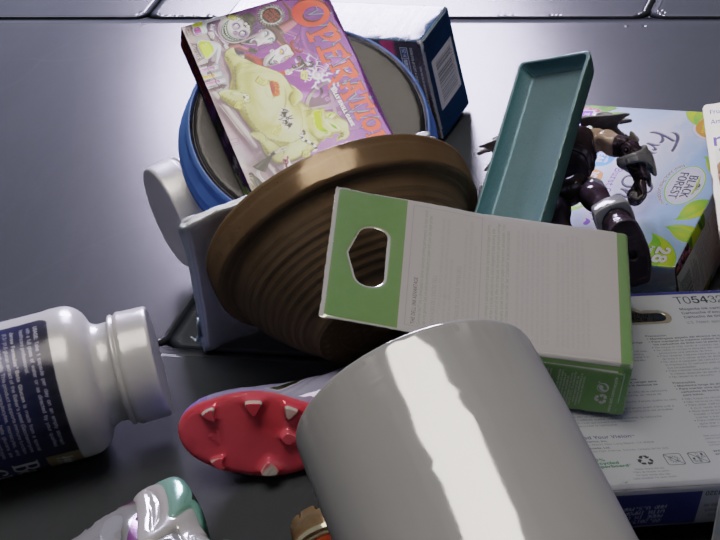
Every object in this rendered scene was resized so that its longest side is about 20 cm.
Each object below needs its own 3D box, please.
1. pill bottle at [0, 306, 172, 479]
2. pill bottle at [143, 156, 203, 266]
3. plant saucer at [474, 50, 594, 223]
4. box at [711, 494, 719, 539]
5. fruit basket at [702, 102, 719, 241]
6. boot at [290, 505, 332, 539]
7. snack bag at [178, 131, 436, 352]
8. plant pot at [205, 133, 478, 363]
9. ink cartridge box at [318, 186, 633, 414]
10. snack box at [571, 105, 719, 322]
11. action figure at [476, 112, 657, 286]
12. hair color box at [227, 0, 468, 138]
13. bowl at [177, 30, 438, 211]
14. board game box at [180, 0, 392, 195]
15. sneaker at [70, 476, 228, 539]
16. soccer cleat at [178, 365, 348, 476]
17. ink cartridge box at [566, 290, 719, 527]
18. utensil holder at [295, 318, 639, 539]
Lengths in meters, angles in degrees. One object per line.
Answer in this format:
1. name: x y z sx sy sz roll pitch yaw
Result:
1. pill bottle: -0.241 0.089 1.724 0.200 0.111 0.111 -14 33 0
2. pill bottle: -0.066 -0.081 1.912 0.200 0.113 0.112 -24 35 -17
3. plant saucer: 0.115 -0.059 1.677 0.070 0.019 0.200 -5 60 48
4. box: 0.330 0.128 1.419 0.184 0.105 0.200 26 47 21
5. fruit basket: 0.343 -0.057 1.704 0.185 0.094 0.200 -7 60 9
6. boot: 0.062 0.193 1.510 0.200 0.075 0.107 -9 53 -4
7. snack bag: -0.035 -0.017 1.755 0.200 0.189 0.021 -19 61 -9
8. plant pot: 0.000 0.000 1.692 0.201 0.201 0.093 -20 61 -9
9. ink cartridge box: 0.075 0.018 1.553 0.200 0.048 0.146 8 37 -1
10. snack box: 0.193 -0.043 1.801 0.169 0.068 0.200 6 40 27
11. action figure: 0.150 -0.051 1.713 0.130 0.069 0.200 -21 35 7
12. hair color box: -0.017 -0.172 2.041 0.200 0.100 0.061 6 39 28
13. bowl: -0.039 -0.103 1.838 0.200 0.039 0.201 1 60 -2
14. board game box: -0.048 -0.117 1.808 0.120 0.032 0.200 -16 61 -17
15. sneaker: -0.141 0.218 1.538 0.140 0.078 0.200 -25 25 -14
16. soccer cleat: -0.027 0.098 1.685 0.200 0.067 0.076 -10 18 5
17. ink cartridge box: 0.199 0.088 1.563 0.196 0.043 0.200 -2 34 -16
18. utensil holder: 0.069 0.154 1.402 0.170 0.170 0.200 -20 59 -9
